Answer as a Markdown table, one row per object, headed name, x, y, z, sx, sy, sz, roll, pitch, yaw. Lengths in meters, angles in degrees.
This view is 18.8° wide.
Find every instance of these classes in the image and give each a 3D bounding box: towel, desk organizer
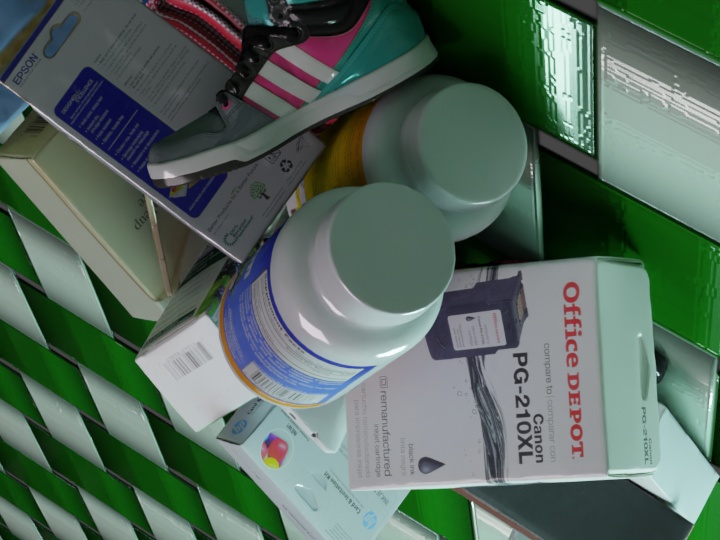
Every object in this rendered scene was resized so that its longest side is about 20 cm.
| name | x | y | z | sx | sy | sz | roll | pitch | yaw |
| --- | --- | --- | --- | --- | --- | --- | --- | --- | --- |
| towel | -0.103 | -0.126 | 1.498 | 0.144 | 0.023 | 0.200 | 40 | 158 | -11 |
| desk organizer | 0.137 | 0.163 | 1.601 | 0.199 | 0.072 | 0.077 | 34 | 171 | -16 |

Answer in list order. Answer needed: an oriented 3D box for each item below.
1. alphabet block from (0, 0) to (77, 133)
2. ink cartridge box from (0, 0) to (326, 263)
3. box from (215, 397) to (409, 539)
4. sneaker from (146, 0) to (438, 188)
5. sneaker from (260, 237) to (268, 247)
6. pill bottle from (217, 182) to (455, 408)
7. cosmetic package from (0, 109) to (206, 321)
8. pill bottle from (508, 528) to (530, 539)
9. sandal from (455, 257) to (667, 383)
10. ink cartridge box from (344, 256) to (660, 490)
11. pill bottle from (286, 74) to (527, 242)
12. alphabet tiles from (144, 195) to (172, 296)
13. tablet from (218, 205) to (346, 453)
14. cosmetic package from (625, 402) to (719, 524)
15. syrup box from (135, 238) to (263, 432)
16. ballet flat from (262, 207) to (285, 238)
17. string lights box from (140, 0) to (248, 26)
| name | x | y | z | sx | sy | sz | roll | pitch | yaw |
| --- | --- | --- | --- | --- | --- | --- | --- | --- | --- |
| alphabet block | -0.337 | -0.184 | 1.673 | 0.196 | 0.197 | 0.200 | 47 | 157 | -10 |
| ink cartridge box | -0.129 | -0.102 | 1.419 | 0.199 | 0.100 | 0.039 | 38 | 176 | -10 |
| box | -0.001 | 0.108 | 1.718 | 0.041 | 0.201 | 0.156 | 7 | 144 | 52 |
| sneaker | -0.061 | -0.142 | 1.361 | 0.122 | 0.199 | 0.084 | 64 | 173 | -13 |
| sneaker | 0.000 | 0.000 | 1.577 | 0.073 | 0.199 | 0.081 | -2 | 98 | 37 |
| pill bottle | -0.013 | 0.013 | 1.367 | 0.112 | 0.112 | 0.200 | 40 | 155 | -4 |
| cosmetic package | -0.204 | -0.061 | 1.842 | 0.073 | 0.104 | 0.200 | 7 | 143 | 52 |
| pill bottle | 0.179 | 0.262 | 1.855 | 0.113 | 0.113 | 0.201 | 30 | 157 | 20 |
| sandal | 0.132 | 0.024 | 1.568 | 0.199 | 0.045 | 0.075 | 24 | 164 | -1 |
| ink cartridge box | 0.092 | 0.072 | 1.466 | 0.198 | 0.146 | 0.084 | -6 | 174 | 30 |
| pill bottle | 0.032 | -0.065 | 1.442 | 0.109 | 0.110 | 0.200 | 43 | 158 | -12 |
| alphabet tiles | -0.171 | -0.086 | 1.691 | 0.167 | 0.006 | 0.201 | -108 | 7 | -49 |
| tablet | -0.028 | 0.025 | 1.615 | 0.014 | 0.201 | 0.130 | -24 | 118 | 40 |
| cosmetic package | 0.157 | 0.111 | 1.635 | 0.199 | 0.052 | 0.151 | 24 | 170 | 33 |
| syrup box | -0.098 | 0.031 | 1.710 | 0.078 | 0.200 | 0.082 | -31 | 107 | 27 |
| ballet flat | -0.124 | -0.105 | 1.678 | 0.200 | 0.062 | 0.067 | 44 | 159 | -12 |
| string lights box | -0.106 | -0.171 | 1.521 | 0.102 | 0.059 | 0.200 | 37 | 159 | 3 |
